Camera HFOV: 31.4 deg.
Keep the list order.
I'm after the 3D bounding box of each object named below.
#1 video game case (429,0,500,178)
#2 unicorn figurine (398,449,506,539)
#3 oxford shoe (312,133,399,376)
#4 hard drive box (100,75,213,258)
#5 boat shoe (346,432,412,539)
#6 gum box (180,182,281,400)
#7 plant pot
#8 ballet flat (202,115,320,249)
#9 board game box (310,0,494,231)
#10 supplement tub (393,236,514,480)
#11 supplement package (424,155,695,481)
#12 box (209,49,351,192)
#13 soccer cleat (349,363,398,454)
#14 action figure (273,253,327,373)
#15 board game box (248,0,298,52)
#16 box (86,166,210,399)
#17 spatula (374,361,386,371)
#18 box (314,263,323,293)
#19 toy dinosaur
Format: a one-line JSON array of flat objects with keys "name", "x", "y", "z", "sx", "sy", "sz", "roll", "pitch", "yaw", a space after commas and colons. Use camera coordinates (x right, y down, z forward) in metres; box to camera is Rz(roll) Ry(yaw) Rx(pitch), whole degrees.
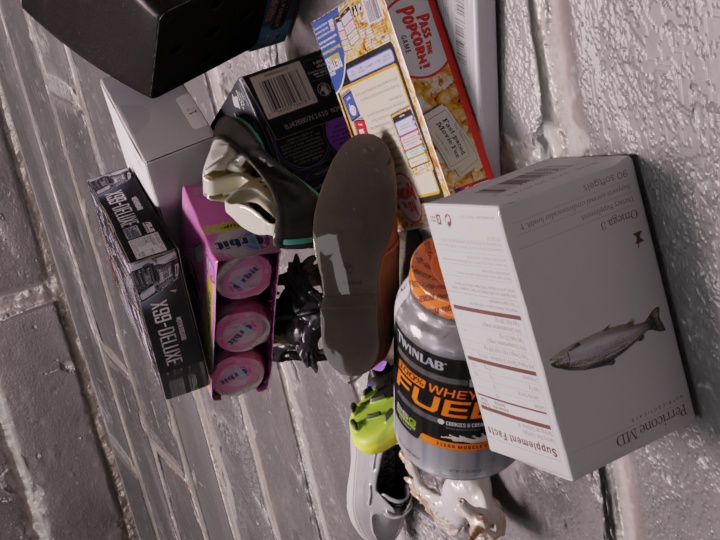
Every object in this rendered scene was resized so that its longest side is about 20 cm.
[{"name": "video game case", "x": 0.058, "y": -0.176, "z": 1.076, "sx": 0.182, "sy": 0.023, "sz": 0.201, "roll": 42, "pitch": 147, "yaw": 48}, {"name": "unicorn figurine", "x": 0.097, "y": 0.219, "z": 1.288, "sx": 0.138, "sy": 0.074, "sz": 0.200, "roll": 61, "pitch": 173, "yaw": 19}, {"name": "oxford shoe", "x": 0.003, "y": -0.016, "z": 1.089, "sx": 0.071, "sy": 0.071, "sz": 0.201, "roll": 7, "pitch": 99, "yaw": 23}, {"name": "hard drive box", "x": -0.191, "y": -0.092, "z": 1.331, "sx": 0.201, "sy": 0.076, "sz": 0.156, "roll": 80, "pitch": 162, "yaw": -46}, {"name": "boat shoe", "x": 0.032, "y": 0.245, "z": 1.463, "sx": 0.069, "sy": 0.072, "sz": 0.201, "roll": 43, "pitch": 137, "yaw": 49}, {"name": "gum box", "x": -0.132, "y": 0.023, "z": 1.267, "sx": 0.201, "sy": 0.066, "sz": 0.114, "roll": 98, "pitch": 153, "yaw": -42}, {"name": "plant pot", "x": -0.194, "y": -0.290, "z": 1.230, "sx": 0.178, "sy": 0.200, "sz": 0.200, "roll": 51, "pitch": 153, "yaw": 15}, {"name": "ballet flat", "x": -0.099, "y": -0.081, "z": 1.145, "sx": 0.200, "sy": 0.068, "sz": 0.068, "roll": 42, "pitch": 144, "yaw": 44}, {"name": "board game box", "x": 0.035, "y": -0.135, "z": 1.074, "sx": 0.151, "sy": 0.046, "sz": 0.201, "roll": -4, "pitch": 106, "yaw": 67}, {"name": "supplement tub", "x": 0.088, "y": 0.072, "z": 1.090, "sx": 0.123, "sy": 0.122, "sz": 0.201, "roll": 47, "pitch": 150, "yaw": 42}, {"name": "supplement package", "x": 0.144, "y": 0.030, "z": 0.930, "sx": 0.117, "sy": 0.116, "sz": 0.201, "roll": 8, "pitch": 117, "yaw": 65}, {"name": "box", "x": -0.072, "y": -0.130, "z": 1.284, "sx": 0.107, "sy": 0.122, "sz": 0.200, "roll": 66, "pitch": 158, "yaw": 5}, {"name": "soccer cleat", "x": 0.034, "y": 0.143, "z": 1.250, "sx": 0.200, "sy": 0.064, "sz": 0.084, "roll": -66, "pitch": -44, "yaw": -75}, {"name": "action figure", "x": -0.053, "y": 0.043, "z": 1.308, "sx": 0.200, "sy": 0.102, "sz": 0.120, "roll": -16, "pitch": 88, "yaw": 66}, {"name": "board game box", "x": -0.123, "y": -0.350, "z": 1.309, "sx": 0.201, "sy": 0.047, "sz": 0.151, "roll": 63, "pitch": 157, "yaw": 14}, {"name": "box", "x": -0.213, "y": 0.009, "z": 1.280, "sx": 0.200, "sy": 0.050, "sz": 0.158, "roll": -130, "pitch": 26, "yaw": -55}, {"name": "spatula", "x": 0.000, "y": 0.000, "z": 1.251, "sx": 0.056, "sy": 0.020, "sz": 0.201, "roll": 11, "pitch": 117, "yaw": 68}, {"name": "box", "x": 0.010, "y": 0.030, "z": 1.339, "sx": 0.118, "sy": 0.048, "sz": 0.200, "roll": 70, "pitch": 160, "yaw": 0}, {"name": "toy dinosaur", "x": 0.043, "y": 0.011, "z": 1.181, "sx": 0.102, "sy": 0.077, "sz": 0.201, "roll": -5, "pitch": -67, "yaw": -85}]
